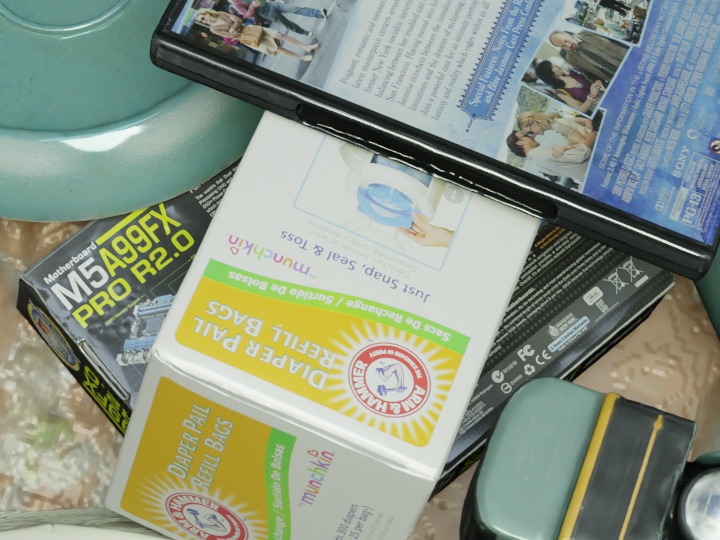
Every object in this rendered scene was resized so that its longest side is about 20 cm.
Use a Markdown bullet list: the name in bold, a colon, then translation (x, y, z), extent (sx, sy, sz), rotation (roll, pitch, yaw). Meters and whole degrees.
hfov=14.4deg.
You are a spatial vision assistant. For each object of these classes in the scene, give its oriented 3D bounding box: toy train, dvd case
- **toy train**: translation (0.089, 0.104, 0.990), extent (0.113, 0.200, 0.086), rotation (20, 69, 6)
- **dvd case**: translation (0.045, -0.088, 0.971), extent (0.199, 0.018, 0.143), rotation (22, 56, 4)

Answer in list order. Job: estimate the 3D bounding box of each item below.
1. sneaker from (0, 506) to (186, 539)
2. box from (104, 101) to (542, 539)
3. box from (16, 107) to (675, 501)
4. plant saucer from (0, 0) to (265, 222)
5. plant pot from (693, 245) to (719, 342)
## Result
- **sneaker**: translation (-0.124, 0.129, 1.015), extent (0.199, 0.075, 0.085), rotation (0, 91, 10)
- **box**: translation (0.000, 0.000, 0.985), extent (0.101, 0.113, 0.201), rotation (23, 55, 1)
- **box**: translation (-0.005, 0.009, 1.087), extent (0.200, 0.044, 0.160), rotation (-39, 81, -17)
- **plant saucer**: translation (-0.113, -0.112, 1.095), extent (0.199, 0.027, 0.201), rotation (-1, 63, 1)
- **plant pot**: translation (0.203, -0.015, 1.055), extent (0.199, 0.200, 0.197), rotation (-22, 68, -14)
